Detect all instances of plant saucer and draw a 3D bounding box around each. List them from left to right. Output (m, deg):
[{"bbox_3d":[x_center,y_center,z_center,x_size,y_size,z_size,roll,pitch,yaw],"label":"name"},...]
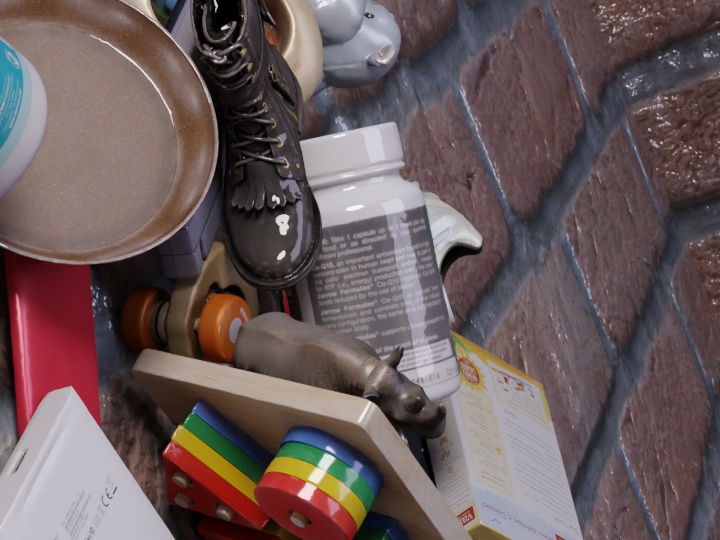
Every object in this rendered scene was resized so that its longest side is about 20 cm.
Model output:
[{"bbox_3d":[-0.187,-0.088,1.335,0.200,0.032,0.201,10,61,-19],"label":"plant saucer"}]

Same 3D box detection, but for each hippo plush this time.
[{"bbox_3d":[-0.050,-0.167,1.759,0.200,0.161,0.159,60,21,-27],"label":"hippo plush"}]

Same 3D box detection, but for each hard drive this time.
[{"bbox_3d":[-0.151,0.187,1.294,0.200,0.027,0.132,60,30,-27],"label":"hard drive"}]

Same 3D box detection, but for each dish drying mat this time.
[{"bbox_3d":[-0.192,0.029,1.341,0.077,0.018,0.200,18,62,-59],"label":"dish drying mat"}]

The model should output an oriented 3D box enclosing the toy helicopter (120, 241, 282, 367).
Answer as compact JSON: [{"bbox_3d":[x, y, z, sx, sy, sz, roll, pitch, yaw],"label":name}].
[{"bbox_3d":[-0.089,0.067,1.536,0.132,0.079,0.200,-55,142,-46],"label":"toy helicopter"}]

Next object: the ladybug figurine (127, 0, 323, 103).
[{"bbox_3d":[-0.120,-0.192,1.652,0.200,0.136,0.072,44,-19,-6],"label":"ladybug figurine"}]

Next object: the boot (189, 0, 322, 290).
[{"bbox_3d":[-0.078,-0.105,1.432,0.174,0.069,0.200,70,12,-63],"label":"boot"}]

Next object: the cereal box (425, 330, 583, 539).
[{"bbox_3d":[0.108,0.150,1.705,0.144,0.040,0.200,32,34,-39],"label":"cereal box"}]

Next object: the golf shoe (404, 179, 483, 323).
[{"bbox_3d":[0.023,0.031,1.690,0.097,0.200,0.078,28,-9,5],"label":"golf shoe"}]

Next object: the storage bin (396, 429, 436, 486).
[{"bbox_3d":[0.019,0.204,1.618,0.135,0.094,0.200,-69,143,-81],"label":"storage bin"}]

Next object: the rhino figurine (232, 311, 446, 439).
[{"bbox_3d":[-0.012,0.074,1.398,0.060,0.200,0.087,-48,123,-22],"label":"rhino figurine"}]

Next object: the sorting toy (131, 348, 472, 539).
[{"bbox_3d":[-0.044,0.152,1.423,0.070,0.200,0.199,-58,137,-25],"label":"sorting toy"}]

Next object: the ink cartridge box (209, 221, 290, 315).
[{"bbox_3d":[-0.083,-0.014,1.691,0.200,0.050,0.161,30,43,-59],"label":"ink cartridge box"}]

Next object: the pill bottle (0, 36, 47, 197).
[{"bbox_3d":[-0.266,-0.116,1.175,0.200,0.111,0.111,42,33,-53],"label":"pill bottle"}]

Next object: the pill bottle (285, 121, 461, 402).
[{"bbox_3d":[0.000,0.000,1.562,0.113,0.113,0.200,-22,101,-72],"label":"pill bottle"}]

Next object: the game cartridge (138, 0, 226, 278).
[{"bbox_3d":[-0.115,-0.104,1.496,0.200,0.038,0.130,-74,153,-52],"label":"game cartridge"}]

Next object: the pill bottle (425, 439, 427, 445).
[{"bbox_3d":[0.053,0.181,1.770,0.200,0.112,0.112,58,22,-31],"label":"pill bottle"}]
